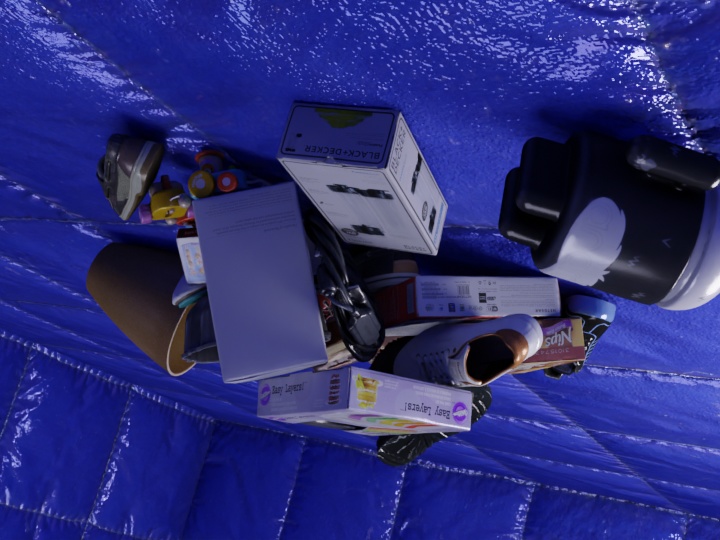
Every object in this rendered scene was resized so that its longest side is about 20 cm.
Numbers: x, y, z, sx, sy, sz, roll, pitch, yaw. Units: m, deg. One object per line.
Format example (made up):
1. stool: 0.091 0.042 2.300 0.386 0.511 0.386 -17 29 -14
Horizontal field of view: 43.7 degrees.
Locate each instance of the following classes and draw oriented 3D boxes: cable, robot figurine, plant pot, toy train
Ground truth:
1. cable: -0.021 0.019 1.040 0.050 0.165 0.200 -26 153 3
2. robot figurine: 0.218 -0.044 0.746 0.197 0.127 0.150 17 -173 -3
3. plant pot: -0.338 0.041 1.453 0.198 0.188 0.187 26 165 12
4. toy train: -0.180 -0.096 1.067 0.149 0.057 0.198 -5 171 -45

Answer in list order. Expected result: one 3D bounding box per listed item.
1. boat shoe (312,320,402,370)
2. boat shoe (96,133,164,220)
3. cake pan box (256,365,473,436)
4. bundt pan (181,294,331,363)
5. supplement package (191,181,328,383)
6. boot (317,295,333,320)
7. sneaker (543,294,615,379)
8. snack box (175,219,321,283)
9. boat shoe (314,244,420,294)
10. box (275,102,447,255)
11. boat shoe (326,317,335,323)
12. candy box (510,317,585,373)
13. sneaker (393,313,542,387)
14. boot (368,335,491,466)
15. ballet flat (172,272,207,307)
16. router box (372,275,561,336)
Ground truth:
1. boat shoe: 0.014 0.104 1.340 0.197 0.072 0.073 -20 122 -2
2. boat shoe: -0.278 -0.117 1.063 0.065 0.072 0.201 31 161 -12
3. cake pan box: 0.000 0.156 1.048 0.182 0.053 0.199 19 159 -35
4. bundt pan: -0.140 0.067 1.179 0.198 0.077 0.202 -9 168 -2
5. supplement package: -0.111 0.018 1.019 0.118 0.203 0.121 -11 173 -5
6. boot: -0.055 0.065 1.285 0.198 0.146 0.072 -4 149 43
7. sneaker: 0.283 0.092 1.180 0.069 0.079 0.200 14 163 5
8. snack box: -0.126 -0.024 1.121 0.196 0.024 0.073 -4 127 2
9. boat shoe: 0.000 0.000 1.170 0.074 0.063 0.198 5 169 -41
10. box: 0.009 -0.087 0.898 0.115 0.061 0.200 8 162 23
11. boat shoe: -0.101 0.064 1.441 0.199 0.071 0.077 25 135 49
12. candy box: 0.195 0.102 1.160 0.115 0.058 0.200 -2 171 -12
13. sneaker: 0.107 0.101 1.032 0.198 0.074 0.084 -24 -176 35
14. boot: 0.085 0.149 1.186 0.073 0.164 0.198 32 125 -26
15. ballet flat: -0.194 0.000 1.223 0.069 0.071 0.199 4 -167 32
16. router box: 0.121 0.047 1.134 0.197 0.050 0.179 0 169 -21
